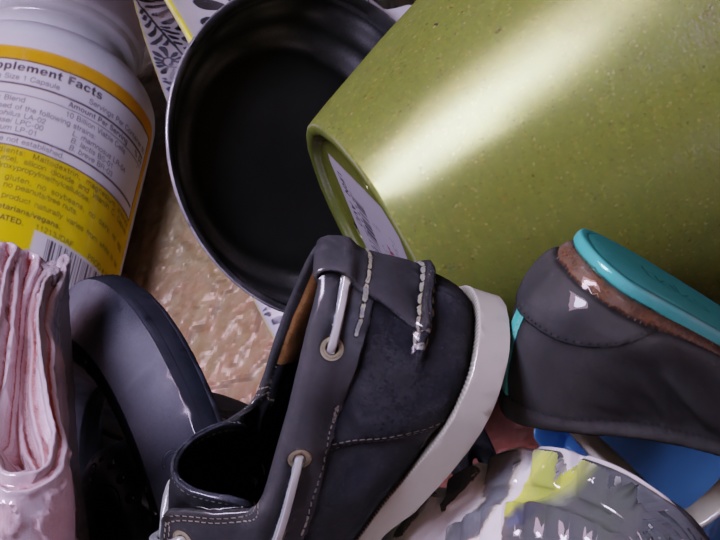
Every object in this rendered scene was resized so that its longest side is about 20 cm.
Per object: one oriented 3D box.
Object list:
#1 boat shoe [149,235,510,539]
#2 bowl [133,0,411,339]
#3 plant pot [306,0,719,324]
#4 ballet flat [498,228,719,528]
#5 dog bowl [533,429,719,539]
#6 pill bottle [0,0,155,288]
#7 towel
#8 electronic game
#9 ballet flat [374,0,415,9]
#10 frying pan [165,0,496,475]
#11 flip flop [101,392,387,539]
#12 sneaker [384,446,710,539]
[{"bbox_3d":[-0.034,0.074,0.805,0.200,0.067,0.072,-56,28,26],"label":"boat shoe"},{"bbox_3d":[-0.005,-0.043,1.011,0.094,0.201,0.201,-25,40,-8],"label":"bowl"},{"bbox_3d":[0.090,-0.054,0.856,0.199,0.188,0.187,-30,39,-9],"label":"plant pot"},{"bbox_3d":[0.126,0.052,0.805,0.069,0.199,0.068,-61,18,16],"label":"ballet flat"},{"bbox_3d":[0.097,0.105,0.884,0.111,0.050,0.201,6,66,45],"label":"dog bowl"},{"bbox_3d":[-0.152,-0.038,1.173,0.112,0.113,0.201,-13,53,36],"label":"pill bottle"},{"bbox_3d":[-0.104,0.115,0.872,0.032,0.201,0.191,-2,23,-4],"label":"towel"},{"bbox_3d":[-0.077,0.101,0.968,0.041,0.201,0.200,-11,34,-23],"label":"electronic game"},{"bbox_3d":[0.045,-0.088,1.061,0.067,0.070,0.200,-51,40,2],"label":"ballet flat"},{"bbox_3d":[0.008,-0.013,0.906,0.031,0.190,0.115,-16,33,57],"label":"frying pan"},{"bbox_3d":[-0.036,0.096,1.002,0.200,0.081,0.058,23,107,47],"label":"flip flop"},{"bbox_3d":[0.043,0.109,0.813,0.200,0.084,0.075,-19,51,47],"label":"sneaker"}]
